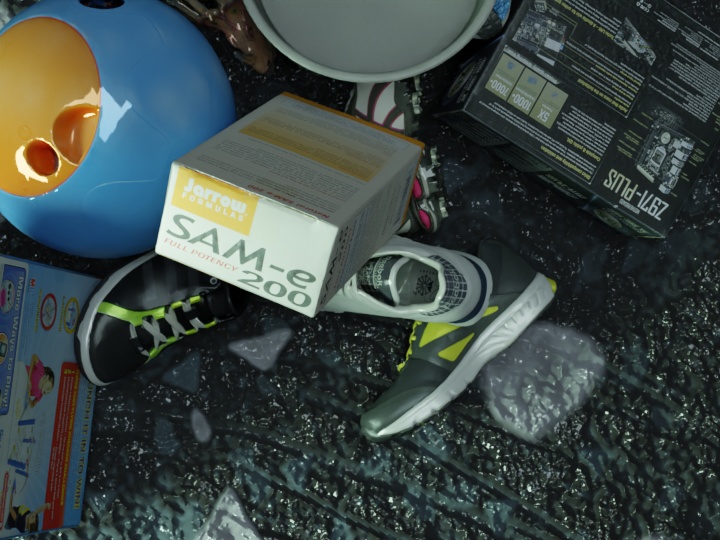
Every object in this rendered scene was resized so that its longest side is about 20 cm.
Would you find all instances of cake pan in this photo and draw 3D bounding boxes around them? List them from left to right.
[{"bbox_3d":[0.006,-0.230,1.091,0.199,0.037,0.202,0,78,-1],"label":"cake pan"}]

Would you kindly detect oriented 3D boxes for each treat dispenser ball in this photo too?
[{"bbox_3d":[-0.193,-0.110,1.104,0.200,0.201,0.202,0,86,-5],"label":"treat dispenser ball"}]

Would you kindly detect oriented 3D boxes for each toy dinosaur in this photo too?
[{"bbox_3d":[-0.145,-0.239,1.141,0.199,0.086,0.136,17,44,-6],"label":"toy dinosaur"}]

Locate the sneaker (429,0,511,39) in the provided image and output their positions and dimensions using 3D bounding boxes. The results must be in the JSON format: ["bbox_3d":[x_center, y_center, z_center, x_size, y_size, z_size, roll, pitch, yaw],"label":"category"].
[{"bbox_3d":[0.059,-0.251,1.173,0.075,0.087,0.201,-25,63,-9],"label":"sneaker"}]

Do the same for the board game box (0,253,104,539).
[{"bbox_3d":[-0.259,0.093,1.085,0.056,0.196,0.201,5,85,13],"label":"board game box"}]

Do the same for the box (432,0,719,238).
[{"bbox_3d":[0.187,-0.145,1.181,0.199,0.086,0.164,30,86,-14],"label":"box"}]

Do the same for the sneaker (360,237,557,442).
[{"bbox_3d":[0.065,0.056,1.189,0.200,0.074,0.085,-42,85,-15],"label":"sneaker"}]

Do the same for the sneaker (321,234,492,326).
[{"bbox_3d":[0.000,0.000,1.144,0.199,0.080,0.077,5,93,28],"label":"sneaker"}]

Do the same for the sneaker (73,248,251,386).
[{"bbox_3d":[-0.134,0.016,1.137,0.200,0.083,0.072,-45,135,-18],"label":"sneaker"}]

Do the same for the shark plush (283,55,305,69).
[{"bbox_3d":[0.020,-0.223,1.201,0.199,0.091,0.084,0,56,0],"label":"shark plush"}]

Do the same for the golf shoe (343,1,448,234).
[{"bbox_3d":[0.011,-0.118,1.163,0.088,0.077,0.201,-10,110,10],"label":"golf shoe"}]

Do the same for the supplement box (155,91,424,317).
[{"bbox_3d":[-0.046,-0.054,1.065,0.125,0.200,0.074,22,116,12],"label":"supplement box"}]
